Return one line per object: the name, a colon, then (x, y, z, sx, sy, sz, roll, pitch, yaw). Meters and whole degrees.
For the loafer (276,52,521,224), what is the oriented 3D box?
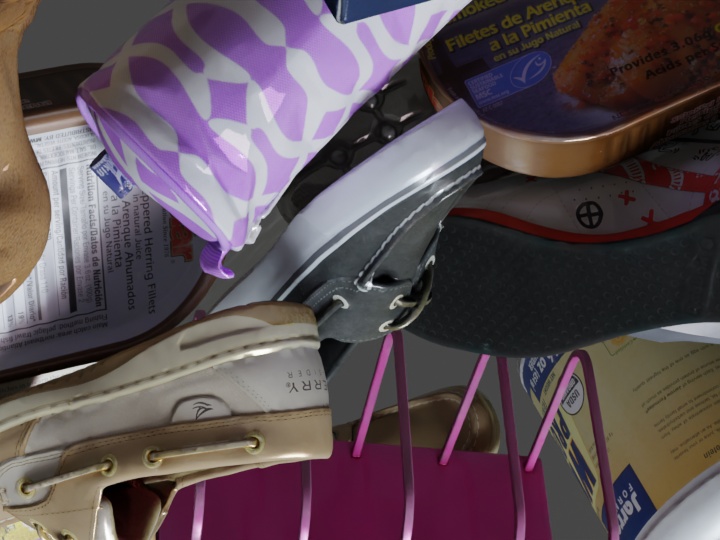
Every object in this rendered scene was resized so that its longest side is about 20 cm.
loafer: (0.055, -0.068, 0.818, 0.199, 0.070, 0.070, -21, 155, -2)

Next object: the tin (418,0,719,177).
tin: (0.116, -0.109, 0.763, 0.199, 0.113, 0.042, -23, 158, -8)

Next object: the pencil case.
pencil case: (-0.007, -0.090, 0.670, 0.200, 0.084, 0.086, -44, 106, -5)

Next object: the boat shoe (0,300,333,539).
boat shoe: (-0.098, 0.076, 0.728, 0.199, 0.070, 0.074, -25, 165, 25)

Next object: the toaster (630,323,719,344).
toaster: (0.185, -0.041, 0.910, 0.199, 0.114, 0.129, 6, 132, -41)

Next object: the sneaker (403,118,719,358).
sneaker: (0.104, -0.022, 0.784, 0.200, 0.108, 0.068, -5, 117, 29)

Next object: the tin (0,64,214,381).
tin: (-0.142, -0.010, 0.718, 0.199, 0.042, 0.113, -13, 125, -23)

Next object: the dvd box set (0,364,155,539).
dvd box set: (-0.160, 0.073, 0.806, 0.145, 0.029, 0.201, -14, 123, -21)

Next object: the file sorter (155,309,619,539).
file sorter: (0.009, 0.107, 0.900, 0.198, 0.140, 0.126, 5, 137, -10)

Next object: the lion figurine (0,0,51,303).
lion figurine: (-0.136, -0.054, 0.638, 0.122, 0.072, 0.201, -17, 127, -29)

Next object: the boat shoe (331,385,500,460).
boat shoe: (-0.018, 0.121, 1.022, 0.199, 0.072, 0.065, -33, 149, 9)

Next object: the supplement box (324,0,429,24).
supplement box: (0.062, -0.208, 0.552, 0.199, 0.135, 0.200, -18, 147, -17)

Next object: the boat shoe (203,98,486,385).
boat shoe: (0.000, 0.000, 0.745, 0.068, 0.057, 0.200, -35, 176, -35)

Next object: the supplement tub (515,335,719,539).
supplement tub: (0.183, 0.089, 1.009, 0.143, 0.201, 0.145, -20, 147, -13)
